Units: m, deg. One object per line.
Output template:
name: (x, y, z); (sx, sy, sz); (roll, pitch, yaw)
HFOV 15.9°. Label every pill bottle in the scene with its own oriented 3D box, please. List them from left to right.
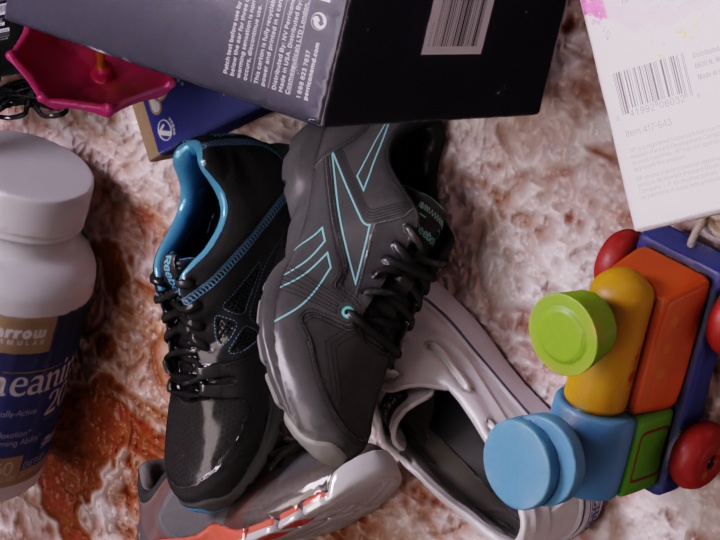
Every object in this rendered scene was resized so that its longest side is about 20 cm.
pill bottle: (-0.215, 0.026, 1.486); (0.111, 0.111, 0.200); (36, 122, 32)

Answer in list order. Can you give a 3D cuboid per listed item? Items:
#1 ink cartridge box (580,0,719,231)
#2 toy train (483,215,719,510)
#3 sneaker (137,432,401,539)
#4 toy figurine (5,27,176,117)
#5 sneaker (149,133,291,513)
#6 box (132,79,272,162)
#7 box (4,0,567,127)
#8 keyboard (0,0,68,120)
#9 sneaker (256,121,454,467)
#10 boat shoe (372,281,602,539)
ink cartridge box: (0.176, -0.132, 1.080); (0.128, 0.125, 0.200); (-13, 89, 43)
toy train: (0.122, 0.014, 1.169); (0.085, 0.116, 0.200); (29, 118, 35)
sneaker: (-0.063, 0.111, 1.392); (0.200, 0.077, 0.082); (-22, 77, 43)
toy figurine: (-0.145, -0.155, 1.302); (0.200, 0.184, 0.150); (-35, 56, 21)
sneaker: (-0.082, 0.026, 1.349); (0.073, 0.082, 0.200); (4, 83, 43)
box: (-0.059, -0.145, 1.360); (0.200, 0.032, 0.121); (-21, 84, 42)
box: (-0.027, -0.141, 1.191); (0.182, 0.200, 0.104); (21, 105, 29)
keyboard: (-0.196, -0.135, 1.484); (0.200, 0.040, 0.104); (-2, 86, 54)
sneaker: (0.000, 0.000, 1.266); (0.079, 0.075, 0.200); (-15, 54, 28)
boat shoe: (0.035, 0.063, 1.294); (0.200, 0.065, 0.074); (40, 124, 30)
